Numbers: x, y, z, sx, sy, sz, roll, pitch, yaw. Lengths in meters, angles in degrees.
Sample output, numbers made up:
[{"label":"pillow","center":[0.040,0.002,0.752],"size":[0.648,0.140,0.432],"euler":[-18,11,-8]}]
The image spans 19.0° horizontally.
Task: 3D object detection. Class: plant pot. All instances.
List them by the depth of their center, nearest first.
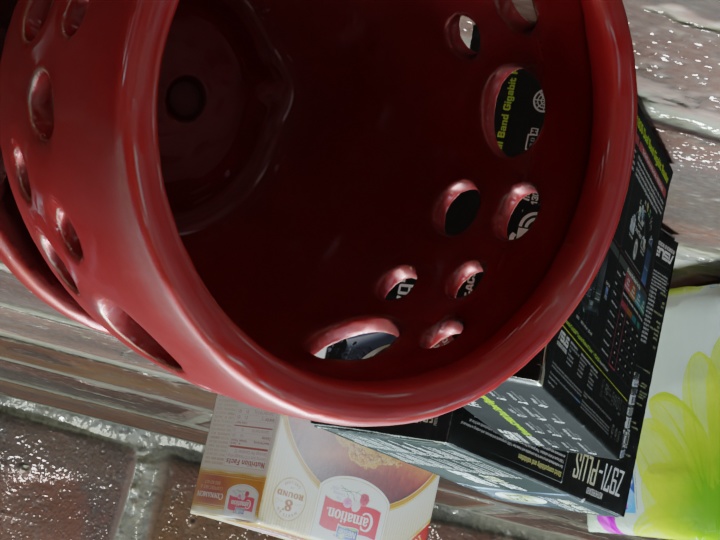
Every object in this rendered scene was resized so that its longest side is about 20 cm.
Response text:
[{"label":"plant pot","center":[-0.035,-0.058,0.744],"size":[0.200,0.201,0.182],"euler":[20,175,-35]}]

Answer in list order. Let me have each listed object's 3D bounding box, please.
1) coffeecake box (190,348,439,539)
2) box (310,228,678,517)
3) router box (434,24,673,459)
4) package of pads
[{"label":"coffeecake box","center":[-0.014,0.084,1.432],"size":[0.153,0.201,0.073],"euler":[22,166,-41]},{"label":"box","center":[0.077,0.030,1.141],"size":[0.086,0.164,0.200],"euler":[5,168,35]},{"label":"router box","center":[0.086,-0.007,0.973],"size":[0.062,0.150,0.200],"euler":[9,168,18]},{"label":"package of pads","center":[0.205,0.086,1.313],"size":[0.068,0.155,0.200],"euler":[2,176,-21]}]
